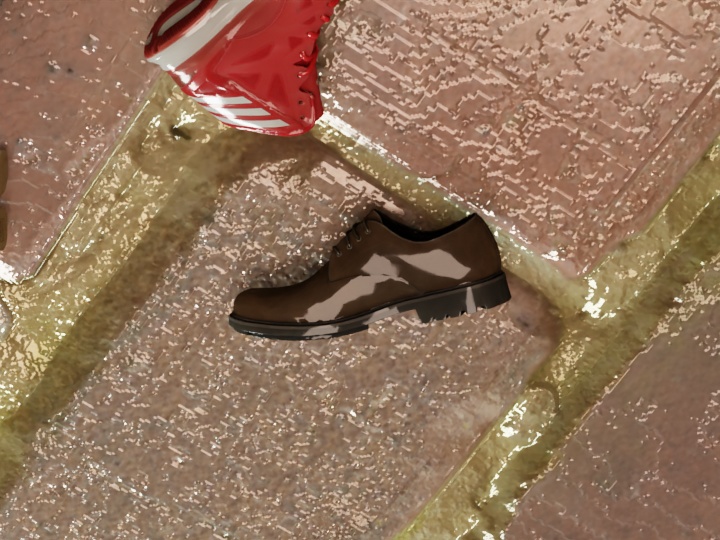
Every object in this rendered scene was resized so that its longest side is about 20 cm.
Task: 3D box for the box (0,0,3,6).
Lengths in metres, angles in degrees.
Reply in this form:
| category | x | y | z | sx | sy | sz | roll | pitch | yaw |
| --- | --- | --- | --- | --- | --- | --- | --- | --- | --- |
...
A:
| category | x | y | z | sx | sy | sz | roll | pitch | yaw |
| --- | --- | --- | --- | --- | --- | --- | --- | --- | --- |
| box | -0.350 | -0.147 | 1.514 | 0.199 | 0.200 | 0.131 | -35 | 111 | 20 |

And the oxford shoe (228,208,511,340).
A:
| category | x | y | z | sx | sy | sz | roll | pitch | yaw |
| --- | --- | --- | --- | --- | --- | --- | --- | --- | --- |
| oxford shoe | 0.000 | 0.000 | 1.652 | 0.199 | 0.073 | 0.085 | -13 | 100 | 8 |

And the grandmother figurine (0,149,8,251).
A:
| category | x | y | z | sx | sy | sz | roll | pitch | yaw |
| --- | --- | --- | --- | --- | --- | --- | --- | --- | --- |
| grandmother figurine | -0.349 | -0.044 | 1.653 | 0.199 | 0.061 | 0.122 | 3 | 90 | 5 |

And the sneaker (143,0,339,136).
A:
| category | x | y | z | sx | sy | sz | roll | pitch | yaw |
| --- | --- | --- | --- | --- | --- | --- | --- | --- | --- |
| sneaker | -0.037 | -0.166 | 1.567 | 0.200 | 0.079 | 0.116 | -28 | 122 | 30 |
